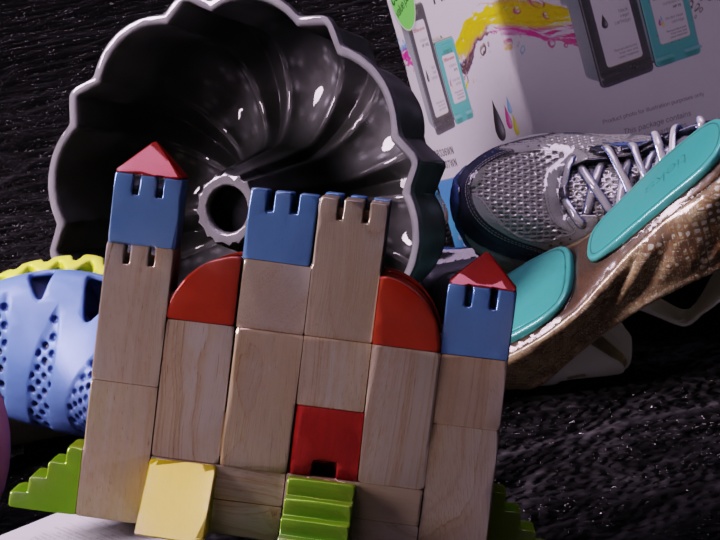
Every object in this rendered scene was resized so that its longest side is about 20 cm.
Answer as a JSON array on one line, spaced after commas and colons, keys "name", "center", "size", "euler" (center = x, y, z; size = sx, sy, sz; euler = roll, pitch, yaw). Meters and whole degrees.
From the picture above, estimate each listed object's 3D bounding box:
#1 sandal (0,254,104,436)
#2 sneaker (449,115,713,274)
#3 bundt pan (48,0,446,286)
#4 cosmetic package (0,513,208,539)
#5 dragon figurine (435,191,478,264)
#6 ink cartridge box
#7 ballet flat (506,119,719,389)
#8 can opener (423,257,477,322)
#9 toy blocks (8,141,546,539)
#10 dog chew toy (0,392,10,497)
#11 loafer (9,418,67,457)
[{"name": "sandal", "center": [-0.097, 0.048, 1.119], "size": [0.198, 0.080, 0.087], "euler": [6, 29, 15]}, {"name": "sneaker", "center": [0.141, -0.041, 1.183], "size": [0.198, 0.078, 0.085], "euler": [-1, -19, -13]}, {"name": "bundt pan", "center": [-0.045, -0.030, 1.200], "size": [0.201, 0.204, 0.076], "euler": [-3, 2, 27]}, {"name": "cosmetic package", "center": [-0.104, 0.142, 0.874], "size": [0.150, 0.052, 0.200], "euler": [-17, 16, -30]}, {"name": "dragon figurine", "center": [0.000, 0.000, 1.295], "size": [0.199, 0.059, 0.099], "euler": [2, 20, 42]}, {"name": "ink cartridge box", "center": [0.112, -0.125, 1.346], "size": [0.145, 0.201, 0.147], "euler": [-17, 2, -19]}, {"name": "ballet flat", "center": [0.112, 0.012, 1.132], "size": [0.200, 0.065, 0.071], "euler": [-36, 22, 34]}, {"name": "can opener", "center": [0.117, -0.016, 1.246], "size": [0.199, 0.067, 0.053], "euler": [-10, 10, -24]}, {"name": "toy blocks", "center": [-0.020, 0.029, 0.942], "size": [0.198, 0.138, 0.100], "euler": [7, 3, 2]}, {"name": "dog chew toy", "center": [-0.221, 0.093, 1.016], "size": [0.124, 0.125, 0.200], "euler": [-5, 24, 21]}, {"name": "loafer", "center": [-0.169, 0.050, 1.207], "size": [0.069, 0.076, 0.200], "euler": [-4, 16, 40]}]
